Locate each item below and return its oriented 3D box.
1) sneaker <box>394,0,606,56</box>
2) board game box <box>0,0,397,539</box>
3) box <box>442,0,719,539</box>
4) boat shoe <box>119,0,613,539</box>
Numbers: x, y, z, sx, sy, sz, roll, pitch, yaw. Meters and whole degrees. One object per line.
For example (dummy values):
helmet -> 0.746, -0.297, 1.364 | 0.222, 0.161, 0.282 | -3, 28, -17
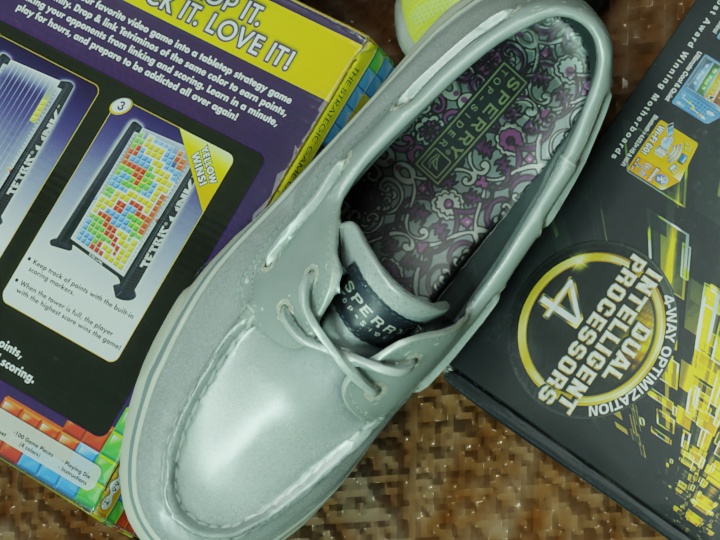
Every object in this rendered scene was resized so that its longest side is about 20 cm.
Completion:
sneaker -> 0.061, -0.151, 0.905 | 0.075, 0.076, 0.201 | 24, 85, 25
board game box -> -0.106, -0.032, 0.946 | 0.199, 0.057, 0.166 | 28, 83, 27
box -> 0.142, -0.006, 0.839 | 0.161, 0.049, 0.200 | 36, 90, 27
boat shoe -> 0.001, 0.000, 0.846 | 0.070, 0.072, 0.201 | 37, 88, -7
